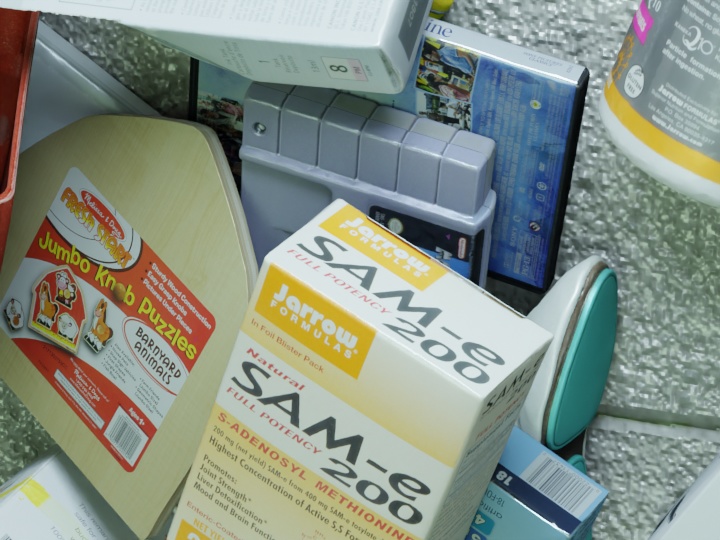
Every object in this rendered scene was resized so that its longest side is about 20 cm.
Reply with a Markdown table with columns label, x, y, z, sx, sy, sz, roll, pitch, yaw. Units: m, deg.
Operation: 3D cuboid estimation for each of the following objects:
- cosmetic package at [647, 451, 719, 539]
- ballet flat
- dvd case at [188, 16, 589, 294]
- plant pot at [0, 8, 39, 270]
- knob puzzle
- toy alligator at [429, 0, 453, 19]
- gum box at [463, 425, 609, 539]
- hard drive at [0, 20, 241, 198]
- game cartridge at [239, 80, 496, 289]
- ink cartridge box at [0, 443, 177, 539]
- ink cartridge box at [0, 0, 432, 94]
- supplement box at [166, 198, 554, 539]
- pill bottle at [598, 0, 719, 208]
| label | x | y | z | sx | sy | sz | roll | pitch | yaw |
| --- | --- | --- | --- | --- | --- | --- | --- | --- | --- |
| cosmetic package | 0.209 | 0.089 | 1.379 | 0.051 | 0.083 | 0.200 | 39 | 118 | 3 |
| ballet flat | 0.087 | 0.082 | 1.438 | 0.069 | 0.069 | 0.200 | 11 | 117 | 17 |
| dvd case | 0.009 | -0.072 | 1.387 | 0.200 | 0.018 | 0.143 | 19 | 137 | 13 |
| plant pot | -0.269 | -0.021 | 1.407 | 0.200 | 0.200 | 0.176 | 4 | 124 | -4 |
| knob puzzle | -0.114 | 0.006 | 1.453 | 0.220 | 0.030 | 0.220 | 7 | 101 | 39 |
| toy alligator | 0.019 | -0.113 | 1.392 | 0.200 | 0.054 | 0.059 | 42 | 119 | 2 |
| gum box | 0.019 | 0.137 | 1.451 | 0.170 | 0.045 | 0.200 | 35 | 135 | 14 |
| hard drive | -0.153 | -0.041 | 1.503 | 0.200 | 0.026 | 0.132 | 38 | 118 | 4 |
| game cartridge | 0.000 | 0.000 | 1.420 | 0.130 | 0.038 | 0.200 | 21 | 136 | 17 |
| ink cartridge box | -0.165 | 0.190 | 1.498 | 0.083 | 0.200 | 0.145 | -33 | 95 | 31 |
| ink cartridge box | -0.056 | -0.170 | 1.346 | 0.200 | 0.163 | 0.057 | 5 | 152 | 22 |
| supplement box | -0.005 | 0.085 | 1.347 | 0.126 | 0.074 | 0.200 | 32 | 128 | 16 |
| pill bottle | 0.195 | -0.133 | 1.281 | 0.116 | 0.116 | 0.200 | 27 | 117 | 10 |
